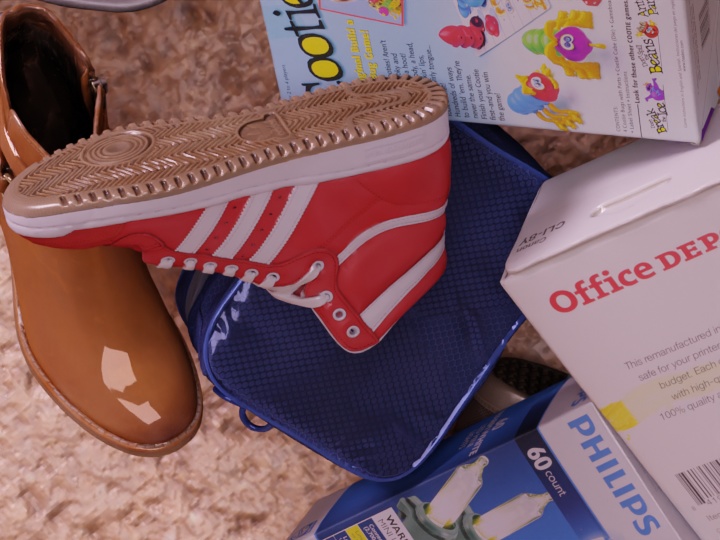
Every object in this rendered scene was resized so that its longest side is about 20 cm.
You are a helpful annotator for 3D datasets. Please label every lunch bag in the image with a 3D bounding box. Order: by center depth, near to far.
[{"bbox_3d":[0.000,0.000,1.291,0.136,0.132,0.200,35,98,-17],"label":"lunch bag"}]

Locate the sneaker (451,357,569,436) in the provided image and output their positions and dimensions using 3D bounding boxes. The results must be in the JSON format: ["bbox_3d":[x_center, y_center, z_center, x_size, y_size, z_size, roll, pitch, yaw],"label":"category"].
[{"bbox_3d":[0.141,0.113,1.327,0.200,0.070,0.076,25,114,7],"label":"sneaker"}]

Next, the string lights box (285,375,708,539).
[{"bbox_3d":[0.070,0.130,1.285,0.200,0.059,0.103,-29,100,32],"label":"string lights box"}]

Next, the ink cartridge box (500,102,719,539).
[{"bbox_3d":[0.183,0.028,1.190,0.145,0.083,0.200,-25,115,33],"label":"ink cartridge box"}]

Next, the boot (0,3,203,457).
[{"bbox_3d":[-0.126,-0.019,1.230,0.077,0.155,0.200,-18,73,-18],"label":"boot"}]

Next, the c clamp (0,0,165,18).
[{"bbox_3d":[-0.149,-0.201,1.222,0.171,0.027,0.200,11,97,2],"label":"c clamp"}]

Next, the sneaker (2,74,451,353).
[{"bbox_3d":[-0.053,-0.012,1.158,0.200,0.071,0.113,-12,122,-8],"label":"sneaker"}]

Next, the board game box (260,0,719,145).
[{"bbox_3d":[0.065,-0.135,1.173,0.200,0.103,0.105,7,133,21],"label":"board game box"}]

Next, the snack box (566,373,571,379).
[{"bbox_3d":[0.215,0.032,1.273,0.200,0.053,0.142,21,132,5],"label":"snack box"}]
